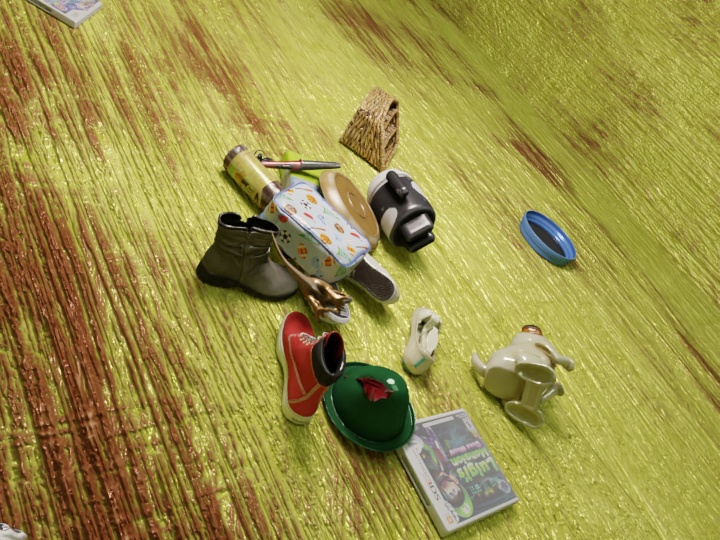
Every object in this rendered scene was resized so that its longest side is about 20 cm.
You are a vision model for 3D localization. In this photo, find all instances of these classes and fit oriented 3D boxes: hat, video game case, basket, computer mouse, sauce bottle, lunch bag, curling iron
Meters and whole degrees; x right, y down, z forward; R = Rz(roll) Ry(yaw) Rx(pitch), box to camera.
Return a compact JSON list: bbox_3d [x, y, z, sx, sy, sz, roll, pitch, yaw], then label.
[{"bbox_3d":[0.046,0.163,1.014,0.162,0.178,0.202,6,40,-26],"label":"hat"},{"bbox_3d":[-0.666,-0.596,1.395,0.197,0.018,0.145,29,33,-16],"label":"video game case"},{"bbox_3d":[0.155,0.325,1.093,0.197,0.023,0.184,1,49,-45],"label":"video game case"},{"bbox_3d":[0.056,-0.383,1.739,0.148,0.144,0.201,35,33,-4],"label":"basket"},{"bbox_3d":[-0.077,0.031,1.202,0.108,0.044,0.202,22,31,-37],"label":"computer mouse"},{"bbox_3d":[-0.189,-0.159,1.297,0.200,0.065,0.064,47,34,13],"label":"sauce bottle"},{"bbox_3d":[-0.077,-0.066,1.202,0.200,0.076,0.160,45,29,3],"label":"lunch bag"},{"bbox_3d":[-0.134,-0.227,1.383,0.195,0.026,0.050,0,47,-17],"label":"curling iron"}]

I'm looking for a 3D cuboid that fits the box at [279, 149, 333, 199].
[{"bbox_3d":[-0.104,-0.163,1.402,0.120,0.048,0.203,18,39,-28],"label":"box"}]

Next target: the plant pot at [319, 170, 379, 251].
[{"bbox_3d":[-0.016,-0.134,1.409,0.201,0.027,0.202,49,21,-26],"label":"plant pot"}]

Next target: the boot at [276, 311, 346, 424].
[{"bbox_3d":[-0.070,0.112,1.016,0.071,0.145,0.202,17,37,-25],"label":"boot"}]

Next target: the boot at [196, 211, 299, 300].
[{"bbox_3d":[-0.163,-0.023,1.097,0.197,0.131,0.069,12,40,-35],"label":"boot"}]

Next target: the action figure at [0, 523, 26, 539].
[{"bbox_3d":[-0.337,0.311,0.584,0.134,0.148,0.200,51,1,-37],"label":"action figure"}]

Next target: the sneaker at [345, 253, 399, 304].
[{"bbox_3d":[0.000,0.000,1.311,0.200,0.073,0.085,46,2,22],"label":"sneaker"}]

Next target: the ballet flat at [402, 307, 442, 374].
[{"bbox_3d":[0.129,0.122,1.274,0.069,0.070,0.201,33,33,-8],"label":"ballet flat"}]

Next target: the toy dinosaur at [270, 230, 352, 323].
[{"bbox_3d":[-0.080,0.029,1.080,0.200,0.061,0.106,42,1,-44],"label":"toy dinosaur"}]

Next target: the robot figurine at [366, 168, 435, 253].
[{"bbox_3d":[0.094,-0.137,1.482,0.123,0.152,0.202,1,44,-37],"label":"robot figurine"}]

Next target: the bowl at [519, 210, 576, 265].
[{"bbox_3d":[0.563,-0.097,1.992,0.198,0.040,0.203,26,35,-20],"label":"bowl"}]

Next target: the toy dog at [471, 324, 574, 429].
[{"bbox_3d":[0.334,0.200,1.347,0.190,0.143,0.199,10,24,27],"label":"toy dog"}]
